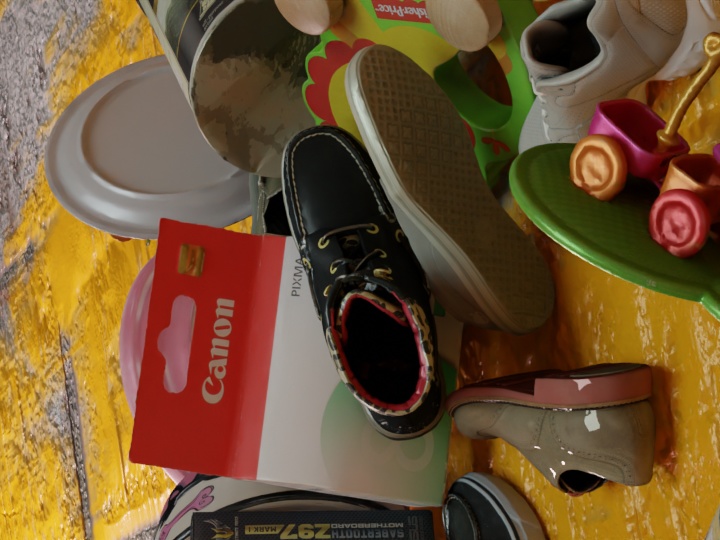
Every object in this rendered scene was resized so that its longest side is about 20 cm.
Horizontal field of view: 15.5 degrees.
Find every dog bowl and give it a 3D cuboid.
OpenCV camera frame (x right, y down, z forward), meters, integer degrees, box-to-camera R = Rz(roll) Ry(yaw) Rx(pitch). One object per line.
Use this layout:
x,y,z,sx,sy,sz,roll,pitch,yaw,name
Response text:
-0.051,0.192,1.769,0.074,0.199,0.201,-101,23,-45,dog bowl

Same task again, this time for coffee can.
-0.067,-0.174,1.792,0.200,0.145,0.147,-119,35,-54,coffee can

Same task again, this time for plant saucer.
-0.077,0.068,1.823,0.051,0.200,0.202,-22,71,40,plant saucer

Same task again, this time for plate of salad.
-0.130,-0.087,1.922,0.201,0.199,0.048,-119,13,-44,plate of salad

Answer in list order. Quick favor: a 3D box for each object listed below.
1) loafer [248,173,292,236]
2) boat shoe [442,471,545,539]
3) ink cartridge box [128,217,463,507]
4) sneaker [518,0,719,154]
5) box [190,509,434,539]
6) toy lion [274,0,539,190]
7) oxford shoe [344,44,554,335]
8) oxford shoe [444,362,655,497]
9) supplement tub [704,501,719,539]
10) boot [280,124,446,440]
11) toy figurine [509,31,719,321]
-0.037,-0.044,1.810,0.070,0.075,0.201,134,148,-55,loafer
0.079,0.201,1.612,0.201,0.070,0.072,-113,30,-44,boat shoe
-0.036,0.056,1.666,0.050,0.199,0.162,160,118,-68,ink cartridge box
0.119,-0.112,1.468,0.200,0.091,0.076,126,136,-55,sneaker
-0.033,0.243,1.719,0.051,0.156,0.201,-93,5,-52,box
0.040,-0.114,1.624,0.199,0.069,0.193,10,132,42,toy lion
0.043,-0.043,1.577,0.058,0.075,0.201,-12,117,50,oxford shoe
0.107,0.097,1.547,0.200,0.070,0.075,170,90,-68,oxford shoe
0.213,0.180,1.222,0.145,0.144,0.201,-118,35,-44,supplement tub
0.002,0.000,1.584,0.154,0.073,0.205,59,-168,-84,boot
0.191,-0.086,1.296,0.200,0.150,0.185,38,120,32,toy figurine
